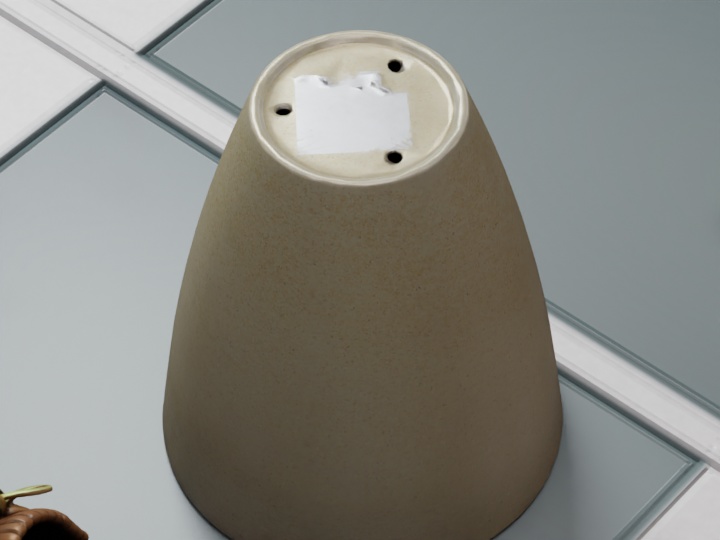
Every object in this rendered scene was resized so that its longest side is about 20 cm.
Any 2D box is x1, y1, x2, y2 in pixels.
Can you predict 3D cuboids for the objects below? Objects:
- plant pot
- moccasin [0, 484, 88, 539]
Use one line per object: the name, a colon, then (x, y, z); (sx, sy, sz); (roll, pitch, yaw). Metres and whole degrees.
plant pot: (0.000, 0.000, 1.239); (0.186, 0.201, 0.188); (0, 49, 0)
moccasin: (-0.144, 0.127, 1.197); (0.201, 0.078, 0.073); (32, 30, 26)
